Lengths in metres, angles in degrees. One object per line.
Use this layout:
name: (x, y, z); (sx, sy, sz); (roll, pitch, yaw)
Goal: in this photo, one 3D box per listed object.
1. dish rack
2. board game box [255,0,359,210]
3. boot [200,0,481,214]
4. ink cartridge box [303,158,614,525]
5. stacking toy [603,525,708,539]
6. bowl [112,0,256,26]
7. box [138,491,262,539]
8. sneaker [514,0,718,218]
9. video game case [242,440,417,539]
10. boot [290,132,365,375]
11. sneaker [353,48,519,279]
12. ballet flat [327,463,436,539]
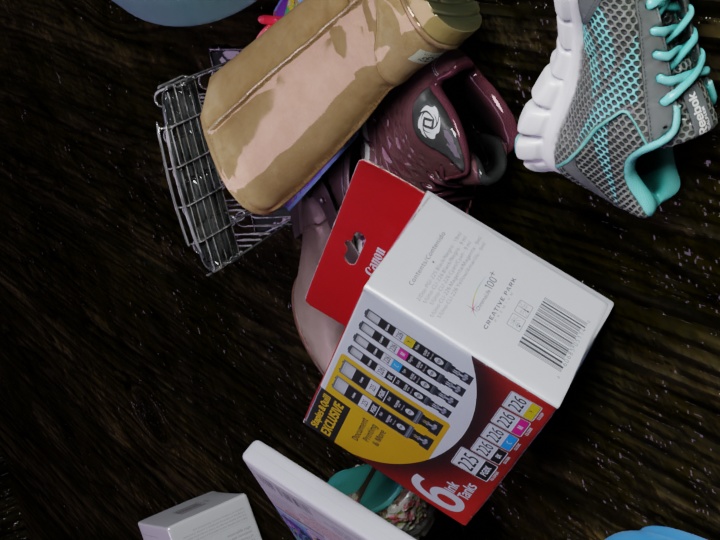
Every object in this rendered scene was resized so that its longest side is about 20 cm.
dish rack: (-0.102, -0.083, 1.184); (0.054, 0.200, 0.155); (-10, 103, 24)
board game box: (-0.050, -0.140, 1.099); (0.200, 0.039, 0.160); (139, 129, -60)
boot: (-0.033, -0.157, 0.974); (0.200, 0.066, 0.177); (-36, 64, 39)
ink cartridge box: (0.036, 0.049, 0.995); (0.175, 0.084, 0.200); (31, 149, 5)
stacking toy: (0.187, 0.260, 0.934); (0.116, 0.110, 0.201); (11, 132, 50)
bowl: (-0.119, -0.247, 1.090); (0.201, 0.200, 0.105); (54, 173, 31)
box: (-0.151, 0.351, 1.737); (0.124, 0.097, 0.202); (-13, 97, 66)
sneaker: (0.140, -0.105, 0.773); (0.091, 0.077, 0.201); (39, 149, 23)
video game case: (0.010, 0.227, 1.240); (0.199, 0.024, 0.183); (26, 155, 38)
boot: (0.000, 0.000, 1.147); (0.146, 0.070, 0.202); (-23, 86, 67)
sneaker: (0.050, -0.049, 0.994); (0.115, 0.075, 0.202); (31, 136, 51)
ballet flat: (0.025, 0.185, 1.271); (0.064, 0.076, 0.200); (39, 164, -10)
